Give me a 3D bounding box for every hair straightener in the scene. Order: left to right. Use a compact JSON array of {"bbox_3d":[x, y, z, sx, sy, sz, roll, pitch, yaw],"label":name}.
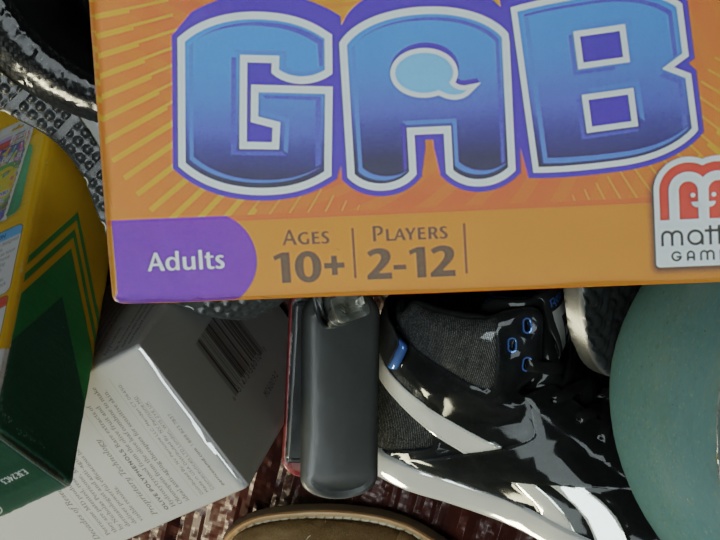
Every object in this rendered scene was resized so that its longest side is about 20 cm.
[{"bbox_3d":[0.000,0.000,1.064,0.041,0.077,0.200,5,101,-16],"label":"hair straightener"}]

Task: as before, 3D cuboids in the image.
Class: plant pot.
[{"bbox_3d":[0.174,0.049,0.996,0.135,0.200,0.200,7,128,58],"label":"plant pot"}]

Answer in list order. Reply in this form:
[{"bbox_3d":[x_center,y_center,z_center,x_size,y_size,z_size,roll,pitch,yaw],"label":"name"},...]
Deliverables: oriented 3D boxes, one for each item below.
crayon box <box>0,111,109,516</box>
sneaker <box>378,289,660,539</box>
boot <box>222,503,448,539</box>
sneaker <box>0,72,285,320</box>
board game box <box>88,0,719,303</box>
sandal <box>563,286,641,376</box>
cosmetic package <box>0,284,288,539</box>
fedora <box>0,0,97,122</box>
[{"bbox_3d":[-0.171,0.023,1.098,0.126,0.200,0.052,-25,131,30],"label":"crayon box"},{"bbox_3d":[0.096,0.059,1.080,0.200,0.073,0.112,15,124,13],"label":"sneaker"},{"bbox_3d":[0.022,0.167,1.169,0.200,0.075,0.074,19,125,10],"label":"boot"},{"bbox_3d":[-0.094,-0.066,1.074,0.074,0.080,0.200,-37,100,22],"label":"sneaker"},{"bbox_3d":[0.026,-0.108,0.839,0.200,0.200,0.200,-2,101,6],"label":"board game box"},{"bbox_3d":[0.090,-0.056,1.029,0.048,0.075,0.201,10,117,44],"label":"sandal"},{"bbox_3d":[-0.132,0.072,1.149,0.200,0.108,0.085,-26,109,32],"label":"cosmetic package"},{"bbox_3d":[-0.077,-0.159,0.993,0.200,0.092,0.201,1,105,2],"label":"fedora"}]
